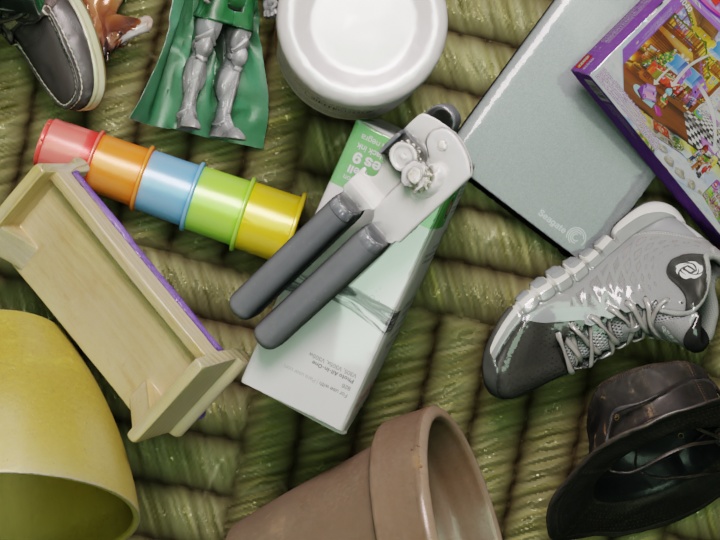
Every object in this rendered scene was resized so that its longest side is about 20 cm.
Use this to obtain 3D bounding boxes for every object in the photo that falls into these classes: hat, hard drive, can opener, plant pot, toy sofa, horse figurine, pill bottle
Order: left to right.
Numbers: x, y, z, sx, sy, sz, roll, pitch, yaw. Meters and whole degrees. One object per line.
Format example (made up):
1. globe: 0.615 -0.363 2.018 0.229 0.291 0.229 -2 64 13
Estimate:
1. plant pot: -0.257 0.113 1.349 0.199 0.200 0.143 -4 63 -3
2. horse figurine: -0.180 -0.270 1.405 0.132 0.050 0.201 -30 94 -9
3. toy sofa: -0.169 0.018 1.350 0.083 0.097 0.200 -47 74 21
4. pill bottle: -0.004 -0.164 1.340 0.114 0.200 0.115 0 90 -3
5. can opener: -0.002 -0.026 1.254 0.200 0.066 0.053 -43 84 18
6. plant pot: 0.000 0.212 1.364 0.174 0.200 0.202 -15 91 15
7. hard drive: 0.172 -0.123 1.435 0.139 0.033 0.200 37 89 -3
8. hat: 0.206 0.117 1.386 0.200 0.201 0.081 -24 61 -3

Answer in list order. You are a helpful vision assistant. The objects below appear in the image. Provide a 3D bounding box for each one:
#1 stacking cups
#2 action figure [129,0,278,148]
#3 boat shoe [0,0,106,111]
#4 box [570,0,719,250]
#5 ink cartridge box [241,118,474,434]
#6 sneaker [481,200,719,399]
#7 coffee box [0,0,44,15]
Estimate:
1. stacking cups: -0.141 -0.060 1.402 0.199 0.061 0.061 19 89 -4
2. action figure: -0.098 -0.198 1.394 0.118 0.055 0.201 10 87 -42
3. boat shoe: -0.252 -0.202 1.381 0.066 0.072 0.202 -22 85 -43
4. box: 0.267 -0.121 1.408 0.137 0.039 0.200 -44 110 -5
5. ink cartridge box: 0.000 0.000 1.354 0.084 0.146 0.201 25 96 4
6. sneaker: 0.188 0.038 1.379 0.200 0.075 0.115 -41 49 -13
7. coffee box: -0.261 -0.287 1.336 0.122 0.044 0.201 12 77 1
